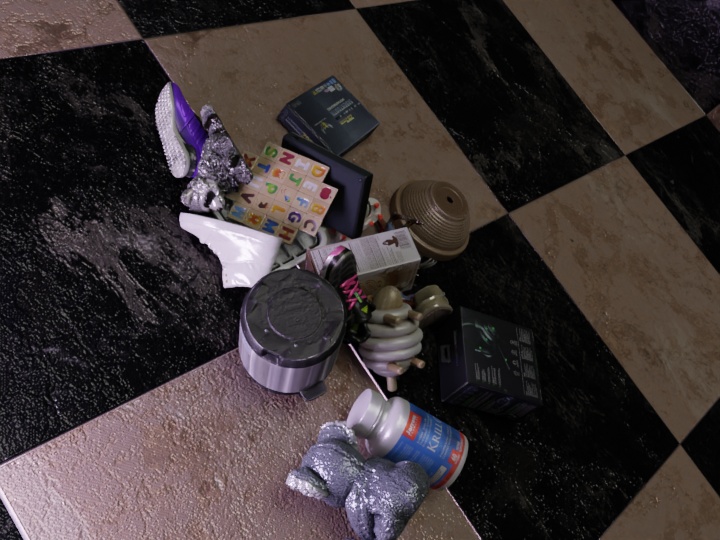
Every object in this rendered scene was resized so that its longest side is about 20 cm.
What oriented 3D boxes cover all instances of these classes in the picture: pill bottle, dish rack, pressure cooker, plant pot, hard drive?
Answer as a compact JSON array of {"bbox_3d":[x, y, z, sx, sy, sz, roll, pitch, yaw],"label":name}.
[{"bbox_3d":[0.078,0.290,1.453,0.199,0.112,0.113,31,46,-14],"label":"pill bottle"},{"bbox_3d":[-0.178,-0.085,1.575,0.171,0.044,0.201,-31,79,-32],"label":"dish rack"},{"bbox_3d":[-0.118,0.108,1.387,0.177,0.200,0.177,16,60,-1],"label":"pressure cooker"},{"bbox_3d":[0.171,-0.130,1.839,0.199,0.093,0.202,18,50,-23],"label":"plant pot"},{"bbox_3d":[-0.072,-0.161,1.599,0.199,0.140,0.033,30,39,25],"label":"hard drive"}]

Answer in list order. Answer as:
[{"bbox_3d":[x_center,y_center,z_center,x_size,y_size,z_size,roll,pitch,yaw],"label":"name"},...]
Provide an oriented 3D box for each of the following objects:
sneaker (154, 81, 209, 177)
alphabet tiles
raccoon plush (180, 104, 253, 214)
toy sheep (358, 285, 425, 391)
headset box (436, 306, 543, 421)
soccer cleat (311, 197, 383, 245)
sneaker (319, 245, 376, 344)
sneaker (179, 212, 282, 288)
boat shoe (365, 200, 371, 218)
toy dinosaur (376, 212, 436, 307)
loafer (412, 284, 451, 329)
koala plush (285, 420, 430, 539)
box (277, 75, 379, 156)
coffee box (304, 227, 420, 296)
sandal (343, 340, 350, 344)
[{"bbox_3d":[-0.326,-0.264,1.599,0.099,0.069,0.202,-2,68,-39],"label":"sneaker"},{"bbox_3d":[-0.150,-0.144,1.535,0.199,0.006,0.167,24,74,11],"label":"alphabet tiles"},{"bbox_3d":[-0.282,-0.191,1.523,0.201,0.133,0.097,58,0,37],"label":"raccoon plush"},{"bbox_3d":[0.054,0.127,1.533,0.137,0.137,0.202,-7,102,-39],"label":"toy sheep"},{"bbox_3d":[0.249,0.186,1.664,0.199,0.093,0.175,17,51,-25],"label":"headset box"},{"bbox_3d":[-0.040,-0.088,1.684,0.199,0.077,0.070,-35,126,-32],"label":"soccer cleat"},{"bbox_3d":[-0.015,0.048,1.437,0.087,0.201,0.074,28,46,34],"label":"sneaker"},{"bbox_3d":[-0.244,-0.030,1.480,0.198,0.117,0.074,17,5,17],"label":"sneaker"},{"bbox_3d":[-0.054,-0.155,1.660,0.199,0.072,0.067,24,29,30],"label":"boat shoe"},{"bbox_3d":[0.083,-0.019,1.727,0.105,0.199,0.183,17,84,-42],"label":"toy dinosaur"},{"bbox_3d":[0.133,0.066,1.619,0.069,0.075,0.200,59,5,8],"label":"loafer"},{"bbox_3d":[-0.008,0.339,1.329,0.199,0.184,0.177,35,43,8],"label":"koala plush"},{"bbox_3d":[-0.067,-0.331,1.842,0.158,0.051,0.200,46,44,0],"label":"box"},{"bbox_3d":[0.000,0.000,1.555,0.198,0.115,0.080,-14,61,-15],"label":"coffee box"},{"bbox_3d":[0.010,0.062,1.614,0.075,0.048,0.201,37,46,-7],"label":"sandal"}]
